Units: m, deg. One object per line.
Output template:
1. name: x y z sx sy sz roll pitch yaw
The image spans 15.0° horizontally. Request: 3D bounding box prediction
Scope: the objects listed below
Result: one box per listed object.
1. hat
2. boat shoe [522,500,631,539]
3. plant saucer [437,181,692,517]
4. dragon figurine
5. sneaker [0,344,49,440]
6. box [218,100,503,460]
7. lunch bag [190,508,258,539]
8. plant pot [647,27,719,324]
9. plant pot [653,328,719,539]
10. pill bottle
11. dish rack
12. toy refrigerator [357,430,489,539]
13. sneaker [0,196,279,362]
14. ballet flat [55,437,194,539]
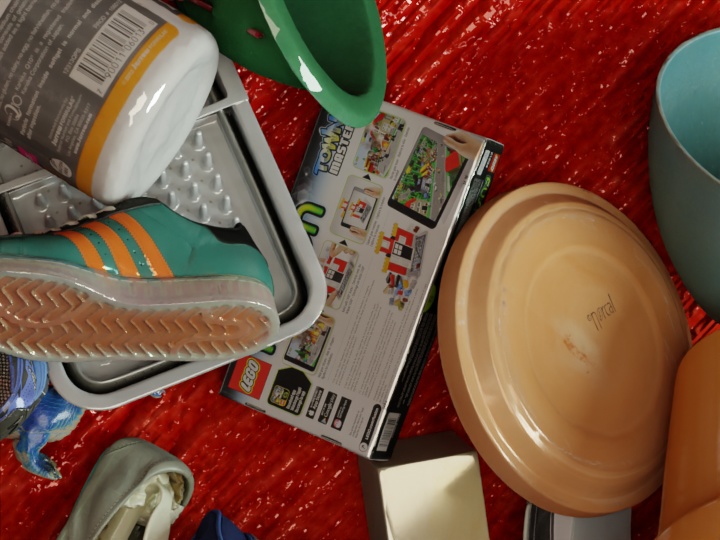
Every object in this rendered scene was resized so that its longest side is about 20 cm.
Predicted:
1. hat: -0.101 -0.151 1.611 0.175 0.165 0.201 -20 71 22
2. boat shoe: 0.132 0.107 1.675 0.073 0.068 0.201 17 69 -40
3. plant saucer: 0.129 0.045 1.620 0.200 0.032 0.202 14 68 -38
4. dragon figurine: -0.213 0.063 1.616 0.199 0.059 0.100 13 94 -12
5. sneaker: -0.247 0.023 1.541 0.075 0.200 0.078 -44 146 1
6. box: 0.000 0.000 1.632 0.110 0.035 0.201 22 93 23
7. lunch bag: -0.076 0.234 1.589 0.132 0.200 0.136 29 96 -10
8. plant pot: 0.259 -0.035 1.640 0.199 0.201 0.135 3 130 -10
9. plant pot: 0.252 0.133 1.572 0.199 0.201 0.184 4 54 -10
10. pill bottle: -0.189 -0.132 1.549 0.199 0.116 0.117 31 90 9
11. dish rack: -0.127 -0.024 1.597 0.171 0.044 0.201 -21 72 -10
12. toy refrigerator: 0.051 0.206 1.672 0.070 0.076 0.201 -9 97 -9
13. sneaker: -0.145 0.001 1.517 0.199 0.080 0.072 6 137 -23
14. ballet flat: -0.163 0.190 1.611 0.201 0.063 0.067 -61 147 -17
